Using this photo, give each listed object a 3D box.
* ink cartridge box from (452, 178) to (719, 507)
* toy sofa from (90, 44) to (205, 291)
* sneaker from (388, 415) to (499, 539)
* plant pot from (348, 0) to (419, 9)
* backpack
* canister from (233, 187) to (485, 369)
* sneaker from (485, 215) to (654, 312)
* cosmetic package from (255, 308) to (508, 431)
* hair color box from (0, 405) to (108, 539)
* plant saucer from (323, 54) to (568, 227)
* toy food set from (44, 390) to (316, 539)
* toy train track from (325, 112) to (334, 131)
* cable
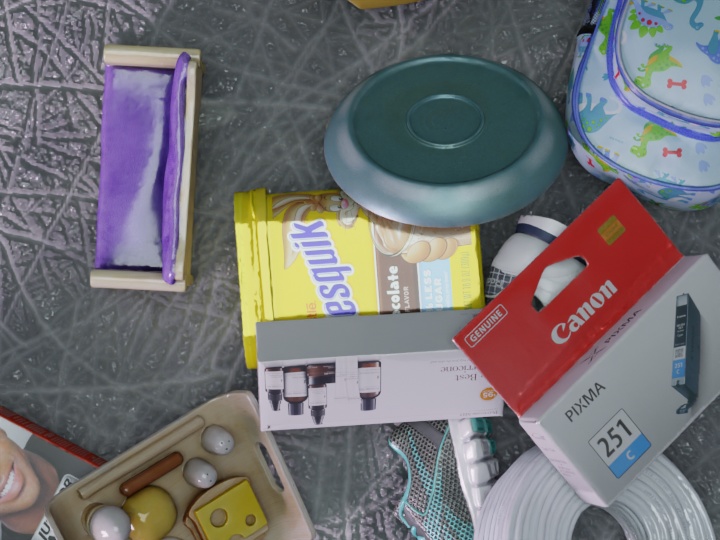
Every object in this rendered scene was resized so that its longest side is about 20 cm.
[{"bbox_3d":[0.200,0.055,1.637,0.200,0.045,0.176,-43,101,-14],"label":"ink cartridge box"},{"bbox_3d":[-0.177,-0.084,1.717,0.082,0.098,0.201,3,90,1],"label":"toy sofa"},{"bbox_3d":[0.074,0.209,1.727,0.091,0.078,0.201,-10,85,16],"label":"sneaker"},{"bbox_3d":[0.043,-0.315,1.676,0.200,0.194,0.196,-34,88,7],"label":"plant pot"},{"bbox_3d":[0.260,-0.160,1.674,0.182,0.147,0.201,21,84,2],"label":"backpack"},{"bbox_3d":[0.000,0.000,1.717,0.199,0.087,0.149,-5,90,0],"label":"canister"},{"bbox_3d":[0.196,0.036,1.703,0.199,0.076,0.081,32,78,-7],"label":"sneaker"},{"bbox_3d":[0.016,0.081,1.669,0.199,0.083,0.051,-4,44,-4],"label":"cosmetic package"},{"bbox_3d":[-0.284,0.180,1.733,0.199,0.061,0.102,27,90,2],"label":"hair color box"},{"bbox_3d":[0.069,-0.114,1.682,0.199,0.028,0.201,-1,46,1],"label":"plant saucer"},{"bbox_3d":[-0.144,0.208,1.685,0.199,0.060,0.144,-31,108,-20],"label":"toy food set"},{"bbox_3d":[0.070,-0.102,1.729,0.199,0.115,0.033,8,127,14],"label":"toy train track"},{"bbox_3d":[0.192,0.231,1.678,0.199,0.069,0.201,-29,89,-27],"label":"cable"}]
